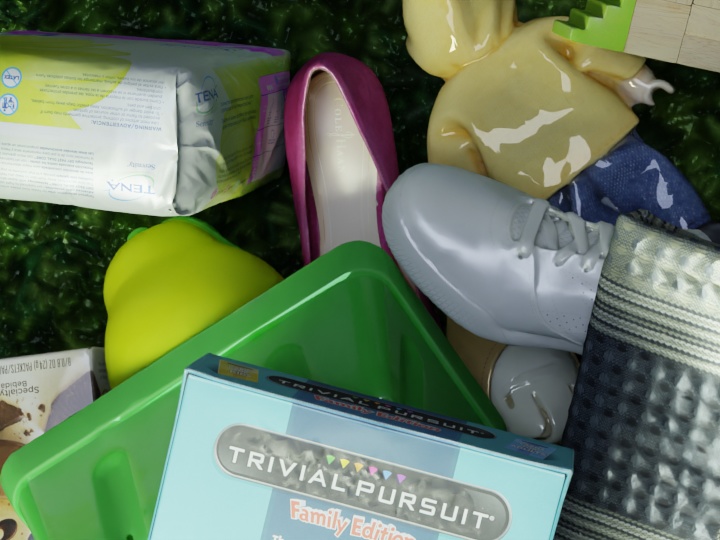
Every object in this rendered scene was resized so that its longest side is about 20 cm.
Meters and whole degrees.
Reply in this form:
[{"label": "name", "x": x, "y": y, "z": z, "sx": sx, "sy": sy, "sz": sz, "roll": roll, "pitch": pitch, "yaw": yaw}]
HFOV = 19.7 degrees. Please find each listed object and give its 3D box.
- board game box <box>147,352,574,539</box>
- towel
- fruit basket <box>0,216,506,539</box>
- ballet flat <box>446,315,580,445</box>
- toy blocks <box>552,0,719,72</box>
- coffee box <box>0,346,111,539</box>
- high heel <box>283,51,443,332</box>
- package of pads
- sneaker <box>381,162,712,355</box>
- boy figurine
[{"label": "board game box", "x": -0.014, "y": 0.149, "z": 0.799, "sx": 0.150, "sy": 0.047, "sz": 0.201, "roll": 15, "pitch": 97, "yaw": 5}, {"label": "towel", "x": 0.176, "y": 0.087, "z": 0.833, "sx": 0.199, "sy": 0.035, "sz": 0.193, "roll": 21, "pitch": 119, "yaw": 22}, {"label": "fruit basket", "x": -0.053, "y": 0.070, "z": 0.924, "sx": 0.215, "sy": 0.216, "sz": 0.156, "roll": -31, "pitch": 118, "yaw": 8}, {"label": "ballet flat", "x": 0.091, "y": 0.092, "z": 0.955, "sx": 0.068, "sy": 0.063, "sz": 0.201, "roll": -13, "pitch": 88, "yaw": -25}, {"label": "toy blocks", "x": 0.191, "y": -0.151, "z": 0.901, "sx": 0.199, "sy": 0.100, "sz": 0.137, "roll": 10, "pitch": 103, "yaw": -15}, {"label": "coffee box", "x": -0.159, "y": 0.143, "z": 0.996, "sx": 0.112, "sy": 0.080, "sz": 0.201, "roll": -8, "pitch": 86, "yaw": 10}, {"label": "high heel", "x": 0.000, "y": 0.000, "z": 0.963, "sx": 0.067, "sy": 0.096, "sz": 0.201, "roll": -2, "pitch": 87, "yaw": 11}, {"label": "package of pads", "x": -0.119, "y": -0.070, "z": 0.937, "sx": 0.154, "sy": 0.200, "sz": 0.069, "roll": 6, "pitch": 100, "yaw": 11}, {"label": "sneaker", "x": 0.107, "y": 0.002, "z": 0.878, "sx": 0.200, "sy": 0.089, "sz": 0.075, "roll": 31, "pitch": 53, "yaw": -2}, {"label": "boy figurine", "x": 0.081, "y": -0.064, "z": 0.968, "sx": 0.124, "sy": 0.064, "sz": 0.200, "roll": -43, "pitch": 80, "yaw": 7}]
